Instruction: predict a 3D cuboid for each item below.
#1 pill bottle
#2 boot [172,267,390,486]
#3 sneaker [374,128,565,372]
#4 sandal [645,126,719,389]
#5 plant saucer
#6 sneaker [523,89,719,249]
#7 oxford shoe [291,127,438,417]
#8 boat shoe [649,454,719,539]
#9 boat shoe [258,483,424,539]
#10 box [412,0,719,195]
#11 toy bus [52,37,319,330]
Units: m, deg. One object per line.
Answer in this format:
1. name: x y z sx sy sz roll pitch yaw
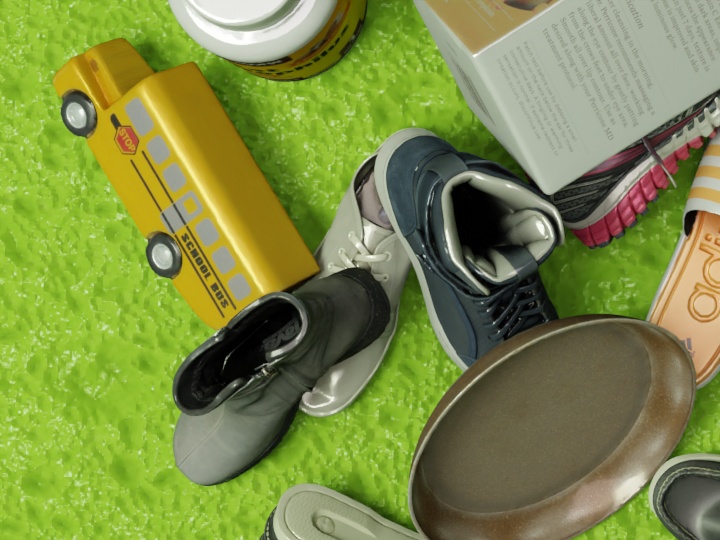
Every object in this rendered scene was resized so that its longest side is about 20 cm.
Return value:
1. pill bottle: -0.058 -0.178 1.209 0.108 0.200 0.110 0 90 7
2. boot: -0.080 0.070 1.227 0.070 0.131 0.200 48 117 15
3. sneaker: 0.088 0.013 1.199 0.077 0.146 0.203 -36 110 -10
4. sandal: 0.238 -0.018 1.245 0.079 0.059 0.208 21 93 6
5. plant saucer: 0.114 0.098 1.217 0.200 0.200 0.032 -37 48 5
6. sneaker: 0.188 -0.108 1.234 0.075 0.081 0.200 41 95 -10
7. oxford shoe: 0.000 0.000 1.276 0.075 0.058 0.201 25 95 4
8. boat shoe: 0.275 0.175 1.232 0.199 0.068 0.072 28 95 7
9. boat shoe: 0.025 0.212 1.280 0.199 0.072 0.068 30 132 -1
10. box: 0.148 -0.164 1.173 0.199 0.152 0.107 -33 119 0
11. toy bus: -0.114 -0.062 1.270 0.078 0.065 0.201 -34 86 38
